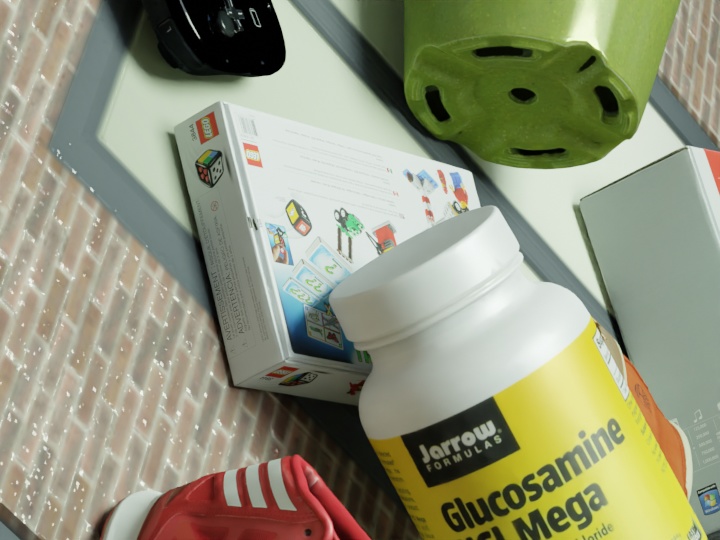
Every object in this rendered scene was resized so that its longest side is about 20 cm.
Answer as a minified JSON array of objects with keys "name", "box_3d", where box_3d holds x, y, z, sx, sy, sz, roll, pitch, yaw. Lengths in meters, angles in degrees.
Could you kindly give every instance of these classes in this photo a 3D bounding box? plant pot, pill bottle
[{"name":"plant pot","box_3d":[0.096,-0.162,1.543,0.200,0.199,0.191,36,51,-38]},{"name":"pill bottle","box_3d":[0.069,0.079,1.311,0.201,0.112,0.112,61,30,-8]}]

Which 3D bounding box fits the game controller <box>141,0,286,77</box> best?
[{"name":"game controller","box_3d":[-0.090,-0.182,1.388,0.104,0.042,0.201,-8,74,-58]}]

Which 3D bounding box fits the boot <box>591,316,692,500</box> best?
[{"name":"boot","box_3d":[0.128,0.125,1.463,0.107,0.075,0.201,46,33,-35]}]

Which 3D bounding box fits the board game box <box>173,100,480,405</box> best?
[{"name":"board game box","box_3d":[0.000,0.000,1.394,0.200,0.034,0.127,13,57,-53]}]

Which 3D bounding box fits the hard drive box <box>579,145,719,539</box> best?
[{"name":"hard drive box","box_3d":[0.215,0.043,1.652,0.156,0.077,0.201,5,63,-56]}]

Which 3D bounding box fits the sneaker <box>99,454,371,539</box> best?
[{"name":"sneaker","box_3d":[-0.054,0.144,1.120,0.078,0.115,0.201,41,37,-33]}]
